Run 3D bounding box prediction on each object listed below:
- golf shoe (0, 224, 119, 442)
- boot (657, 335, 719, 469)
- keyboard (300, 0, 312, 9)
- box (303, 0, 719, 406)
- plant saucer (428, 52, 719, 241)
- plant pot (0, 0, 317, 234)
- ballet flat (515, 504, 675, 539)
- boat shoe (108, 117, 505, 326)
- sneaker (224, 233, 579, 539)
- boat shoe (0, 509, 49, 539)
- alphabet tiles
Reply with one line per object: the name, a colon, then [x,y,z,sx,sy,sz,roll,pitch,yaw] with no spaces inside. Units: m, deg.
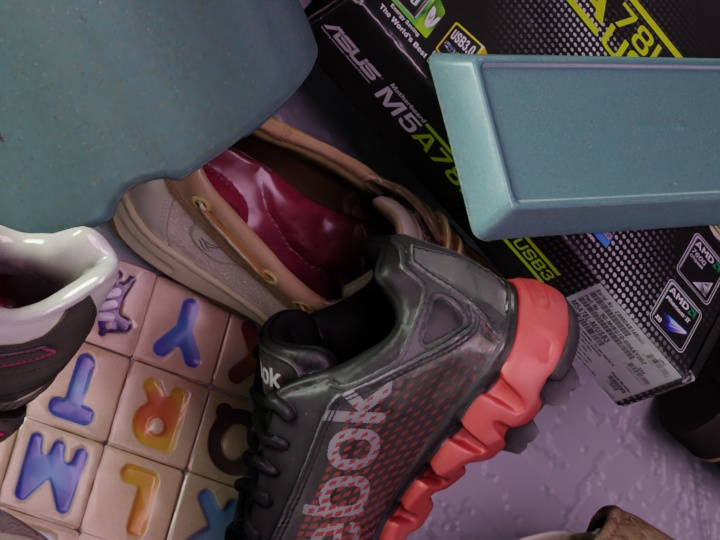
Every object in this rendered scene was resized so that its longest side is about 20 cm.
golf shoe: [-0.165,-0.003,0.640,0.200,0.088,0.077,11,51,-43]
boot: [0.229,0.025,0.956,0.138,0.077,0.200,40,82,-22]
keyboard: [-0.081,-0.178,0.849,0.056,0.011,0.200,-35,101,-31]
box: [0.090,-0.081,0.874,0.200,0.047,0.193,49,50,-14]
plant saucer: [0.110,-0.051,0.837,0.200,0.019,0.070,-4,75,-43]
plant pot: [-0.122,-0.120,0.727,0.200,0.200,0.196,-37,109,-25]
ballet flat: [0.047,0.139,0.801,0.200,0.071,0.065,-21,55,-44]
boat shoe: [0.000,0.000,0.834,0.200,0.066,0.074,25,65,-23]
sneaker: [-0.015,0.070,0.787,0.098,0.071,0.201,34,100,-21]
boat shoe: [-0.126,0.118,0.711,0.200,0.074,0.073,36,68,-33]
alphabet tiles: [-0.098,0.080,0.814,0.200,0.008,0.167,22,76,-24]
